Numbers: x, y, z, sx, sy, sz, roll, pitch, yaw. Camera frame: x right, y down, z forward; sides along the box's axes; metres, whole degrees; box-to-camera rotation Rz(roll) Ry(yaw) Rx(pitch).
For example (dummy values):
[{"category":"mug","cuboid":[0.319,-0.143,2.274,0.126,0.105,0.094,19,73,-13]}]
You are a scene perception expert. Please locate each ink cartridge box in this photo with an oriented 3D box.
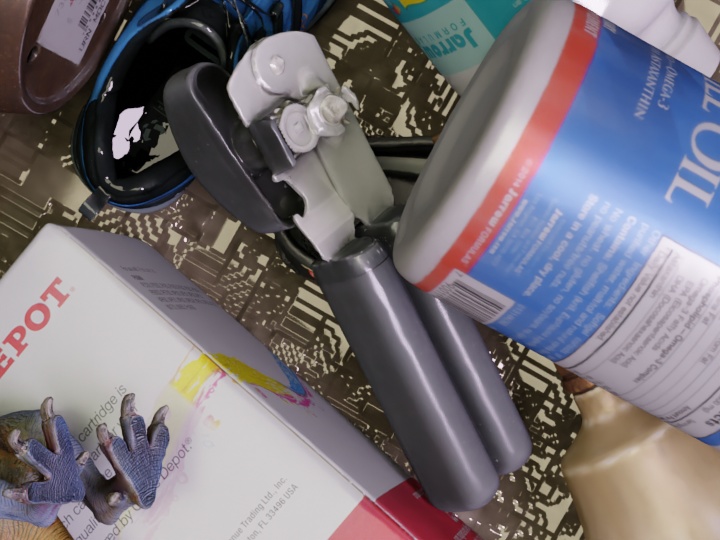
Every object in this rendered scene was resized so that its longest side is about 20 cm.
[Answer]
[{"category":"ink cartridge box","cuboid":[-0.074,0.099,0.795,0.200,0.145,0.145,42,94,7]}]

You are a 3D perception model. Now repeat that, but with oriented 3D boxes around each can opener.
[{"category":"can opener","cuboid":[0.000,0.000,0.787,0.066,0.053,0.200,-18,106,46]}]

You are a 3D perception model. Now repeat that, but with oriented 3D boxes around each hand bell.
[{"category":"hand bell","cuboid":[0.083,0.032,0.780,0.104,0.104,0.200,-29,95,6]}]

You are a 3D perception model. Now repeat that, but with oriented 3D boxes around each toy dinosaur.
[{"category":"toy dinosaur","cuboid":[-0.166,0.069,0.699,0.181,0.105,0.200,-7,99,30]}]

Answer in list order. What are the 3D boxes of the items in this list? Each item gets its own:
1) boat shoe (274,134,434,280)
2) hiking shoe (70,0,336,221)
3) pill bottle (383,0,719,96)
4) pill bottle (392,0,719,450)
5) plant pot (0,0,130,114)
[{"category":"boat shoe","cuboid":[0.063,-0.015,0.823,0.201,0.063,0.074,4,87,7]},{"category":"hiking shoe","cuboid":[-0.048,-0.106,0.821,0.074,0.087,0.200,27,95,-9]},{"category":"pill bottle","cuboid":[0.049,-0.138,0.773,0.111,0.111,0.200,-39,102,5]},{"category":"pill bottle","cuboid":[0.122,-0.002,0.708,0.200,0.112,0.112,28,92,-7]},{"category":"plant pot","cuboid":[-0.191,-0.142,0.791,0.200,0.187,0.187,24,92,11]}]
